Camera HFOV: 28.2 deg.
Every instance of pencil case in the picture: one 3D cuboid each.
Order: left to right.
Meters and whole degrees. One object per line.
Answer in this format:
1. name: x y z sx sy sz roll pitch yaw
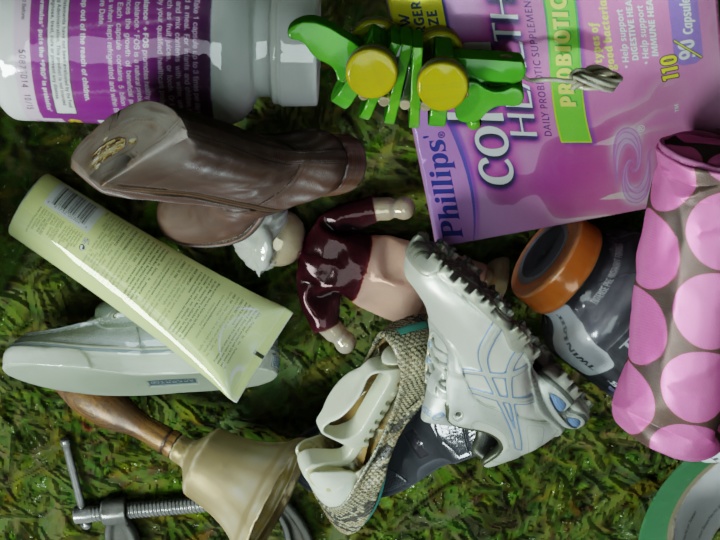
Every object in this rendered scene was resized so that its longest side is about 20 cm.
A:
1. pencil case: 0.209 0.012 0.892 0.090 0.093 0.202 26 123 35

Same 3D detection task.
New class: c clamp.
1. c clamp: -0.135 0.209 1.154 0.198 0.027 0.172 -1 120 1

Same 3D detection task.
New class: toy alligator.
1. toy alligator: 0.052 -0.107 0.842 0.198 0.059 0.055 10 120 -4

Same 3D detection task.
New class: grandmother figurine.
1. grandmother figurine: 0.000 0.000 1.021 0.198 0.061 0.122 20 94 -7

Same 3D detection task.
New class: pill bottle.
1. pill bottle: -0.124 -0.147 0.902 0.198 0.113 0.113 2 120 0
2. pill bottle: 0.201 0.042 1.011 0.199 0.107 0.106 35 114 -18

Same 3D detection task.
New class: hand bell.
1. hand bell: -0.147 0.126 1.070 0.199 0.104 0.105 27 119 9

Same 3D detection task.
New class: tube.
1. tube: -0.150 0.008 1.000 0.199 0.052 0.058 32 112 -1

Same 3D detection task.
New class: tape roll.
1. tape roll: 0.299 0.189 1.039 0.199 0.201 0.048 -30 116 17

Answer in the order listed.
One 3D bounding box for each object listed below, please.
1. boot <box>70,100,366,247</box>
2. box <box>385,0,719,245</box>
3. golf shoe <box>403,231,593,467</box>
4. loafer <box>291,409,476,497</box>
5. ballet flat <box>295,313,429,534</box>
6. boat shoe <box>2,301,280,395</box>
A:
1. boot: -0.120 -0.057 0.895 0.185 0.199 0.065 -20 81 35
2. box: 0.127 -0.130 0.919 0.198 0.097 0.177 -9 120 6
3. golf shoe: 0.072 0.063 0.938 0.097 0.078 0.200 -38 125 4
4. loafer: 0.037 0.122 1.083 0.199 0.063 0.072 -21 99 31
5. ballet flat: -0.004 0.112 1.016 0.075 0.068 0.201 -5 132 -41
6. boat shoe: -0.158 0.048 1.044 0.198 0.072 0.070 -1 159 -5
